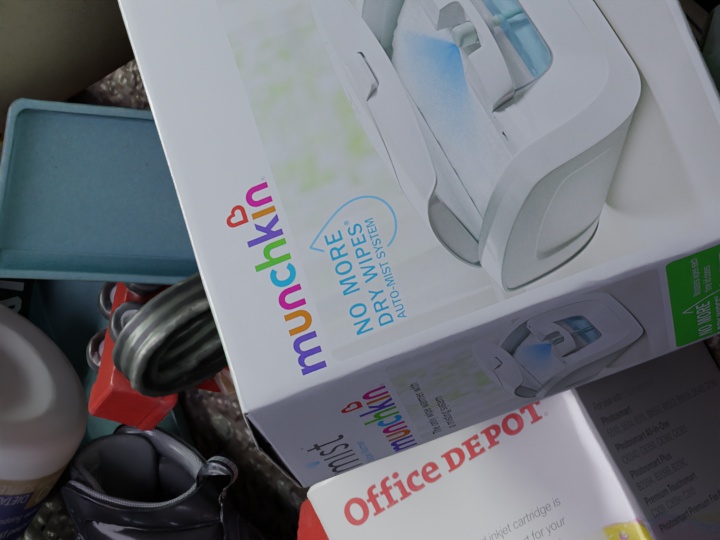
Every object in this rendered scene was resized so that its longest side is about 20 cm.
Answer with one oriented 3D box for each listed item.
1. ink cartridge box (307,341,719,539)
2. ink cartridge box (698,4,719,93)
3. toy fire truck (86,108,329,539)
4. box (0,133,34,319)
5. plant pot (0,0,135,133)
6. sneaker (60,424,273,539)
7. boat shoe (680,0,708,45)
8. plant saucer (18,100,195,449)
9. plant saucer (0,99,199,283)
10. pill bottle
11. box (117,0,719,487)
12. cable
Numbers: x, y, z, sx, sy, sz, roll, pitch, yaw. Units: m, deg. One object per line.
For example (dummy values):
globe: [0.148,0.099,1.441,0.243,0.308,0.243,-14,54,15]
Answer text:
ink cartridge box: [0.088,0.111,0.826,0.128,0.125,0.201,-32,80,31]
ink cartridge box: [0.244,-0.041,0.697,0.199,0.041,0.200,-24,118,33]
toy fire truck: [-0.041,0.028,0.910,0.049,0.140,0.201,139,144,-62]
box: [-0.226,-0.023,1.033,0.159,0.049,0.201,24,114,30]
plant pot: [-0.149,-0.140,0.879,0.187,0.199,0.189,18,115,43]
sneaker: [-0.120,0.132,0.975,0.199,0.076,0.114,-12,111,27]
boat shoe: [0.048,-0.099,0.836,0.199,0.093,0.075,29,112,25]
plant saucer: [-0.128,0.022,1.010,0.070,0.019,0.201,-22,87,33]
plant saucer: [-0.052,-0.029,0.856,0.019,0.199,0.070,38,120,56]
pill bottle: [-0.212,0.113,0.958,0.111,0.111,0.200,44,118,18]
box: [0.022,-0.055,0.727,0.175,0.097,0.201,-19,67,3]
cable: [0.000,0.000,0.815,0.050,0.199,0.097,47,131,19]
